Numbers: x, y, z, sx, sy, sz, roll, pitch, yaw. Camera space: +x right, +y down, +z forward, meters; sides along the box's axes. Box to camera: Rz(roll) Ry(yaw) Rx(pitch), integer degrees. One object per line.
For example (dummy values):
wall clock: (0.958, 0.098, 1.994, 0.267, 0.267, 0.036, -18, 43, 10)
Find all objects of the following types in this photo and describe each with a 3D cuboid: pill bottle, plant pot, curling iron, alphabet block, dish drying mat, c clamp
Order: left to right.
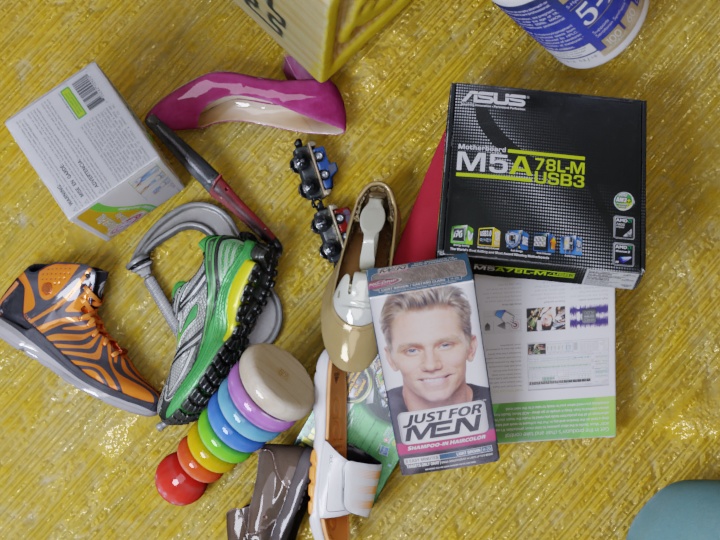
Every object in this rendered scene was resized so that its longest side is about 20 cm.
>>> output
c clamp: (-0.173, 0.037, 1.371, 0.170, 0.027, 0.201, -25, 85, -3)
curling iron: (-0.147, -0.081, 1.358, 0.025, 0.050, 0.200, -34, 100, 27)
alphabet block: (-0.040, -0.343, 1.309, 0.200, 0.196, 0.195, 42, 78, 8)
dish drying mat: (0.091, -0.069, 1.361, 0.076, 0.018, 0.201, 13, 74, 32)
pill bottle: (0.185, -0.297, 1.314, 0.200, 0.119, 0.120, 30, 83, -41)
plant pot: (0.335, 0.280, 1.286, 0.200, 0.200, 0.135, -46, 49, -5)

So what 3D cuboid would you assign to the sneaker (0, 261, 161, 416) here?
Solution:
sneaker: (-0.267, 0.059, 1.343, 0.199, 0.078, 0.112, 31, 86, 3)

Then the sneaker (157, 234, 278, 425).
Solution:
sneaker: (-0.155, 0.060, 1.333, 0.085, 0.078, 0.201, 21, 85, 21)

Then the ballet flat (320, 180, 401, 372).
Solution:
ballet flat: (0.000, 0.000, 1.312, 0.068, 0.063, 0.201, 7, 61, 1)

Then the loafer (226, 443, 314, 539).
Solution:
loafer: (-0.101, 0.261, 1.330, 0.071, 0.073, 0.201, 22, 87, 13)

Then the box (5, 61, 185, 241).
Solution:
box: (-0.251, -0.109, 1.299, 0.101, 0.200, 0.113, -35, 87, -3)

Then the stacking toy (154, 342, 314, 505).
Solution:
stacking toy: (-0.136, 0.160, 1.304, 0.085, 0.085, 0.200, 48, 117, 4)

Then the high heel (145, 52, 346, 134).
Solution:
high heel: (-0.116, -0.156, 1.373, 0.199, 0.067, 0.096, -18, 74, -15)

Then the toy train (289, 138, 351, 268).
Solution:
toy train: (-0.025, -0.043, 1.376, 0.046, 0.034, 0.201, -19, 87, -14)

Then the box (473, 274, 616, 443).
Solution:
box: (0.182, 0.072, 1.335, 0.143, 0.036, 0.202, -3, 101, -3)

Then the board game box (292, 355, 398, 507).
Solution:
board game box: (0.016, 0.128, 1.350, 0.104, 0.023, 0.201, 30, 94, 2)

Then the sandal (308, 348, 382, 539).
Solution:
sandal: (-0.011, 0.178, 1.300, 0.059, 0.079, 0.208, -1, 89, 20)

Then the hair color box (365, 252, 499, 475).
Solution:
hair color box: (0.069, 0.091, 1.266, 0.099, 0.061, 0.201, -10, 116, 3)

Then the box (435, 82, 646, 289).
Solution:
box: (0.177, -0.085, 1.304, 0.198, 0.048, 0.194, 6, 67, 2)
